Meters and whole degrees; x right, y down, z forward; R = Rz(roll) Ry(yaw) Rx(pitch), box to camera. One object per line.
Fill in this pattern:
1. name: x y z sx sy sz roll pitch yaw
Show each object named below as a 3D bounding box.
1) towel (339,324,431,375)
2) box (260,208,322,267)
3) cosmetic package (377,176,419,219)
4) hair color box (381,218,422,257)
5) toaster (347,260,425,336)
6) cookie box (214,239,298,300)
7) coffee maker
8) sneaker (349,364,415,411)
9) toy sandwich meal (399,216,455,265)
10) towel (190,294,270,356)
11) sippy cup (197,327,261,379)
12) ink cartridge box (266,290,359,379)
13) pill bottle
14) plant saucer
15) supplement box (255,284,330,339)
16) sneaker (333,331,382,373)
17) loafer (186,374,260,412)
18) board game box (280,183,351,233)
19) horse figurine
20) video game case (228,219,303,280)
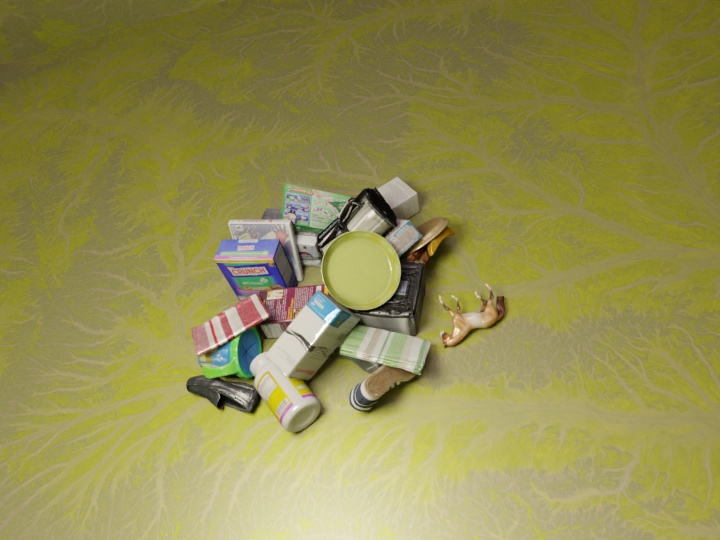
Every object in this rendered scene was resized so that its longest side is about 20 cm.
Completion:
1. towel: 0.063 0.190 1.375 0.200 0.031 0.149 11 21 12
2. box: -0.198 -0.097 1.676 0.200 0.115 0.132 5 54 16
3. cosmetic package: 0.066 -0.183 1.704 0.200 0.085 0.108 -33 52 -12
4. hair color box: 0.090 -0.089 1.559 0.100 0.061 0.200 -43 12 -3
5. toaster: 0.073 0.075 1.483 0.181 0.119 0.200 3 53 15
6. cookie box: -0.284 0.002 1.565 0.171 0.200 0.075 0 53 13
7. coffee maker: -0.007 -0.110 1.527 0.200 0.192 0.135 -43 90 17
8. sneaker: 0.053 0.272 1.372 0.200 0.109 0.070 -22 68 -45
9. toy sandwich meal: 0.175 -0.071 1.579 0.205 0.070 0.205 -35 11 8
10. towel: -0.334 0.135 1.443 0.200 0.023 0.144 -30 27 -11
11. sippy cup: -0.344 0.211 1.464 0.130 0.178 0.140 -4 76 16
12. ink cartridge box: -0.112 0.159 1.364 0.084 0.145 0.200 40 91 22
13. pill bottle: -0.191 0.290 1.386 0.104 0.104 0.200 -35 54 -15
14. plant saucer: 0.000 0.000 1.411 0.200 0.031 0.200 2 80 -11
15. supplement box: -0.175 0.112 1.530 0.200 0.086 0.110 -6 52 8
16. sneaker: -0.020 0.189 1.457 0.200 0.070 0.080 26 55 21
17. loafer: -0.354 0.312 1.427 0.200 0.068 0.070 8 46 14
18. board game box: -0.126 -0.169 1.618 0.200 0.029 0.135 10 58 -13
19. horse figurine: 0.289 0.110 1.450 0.200 0.050 0.133 -13 64 -5
20. video game case: -0.266 -0.055 1.608 0.182 0.200 0.023 1 37 13
